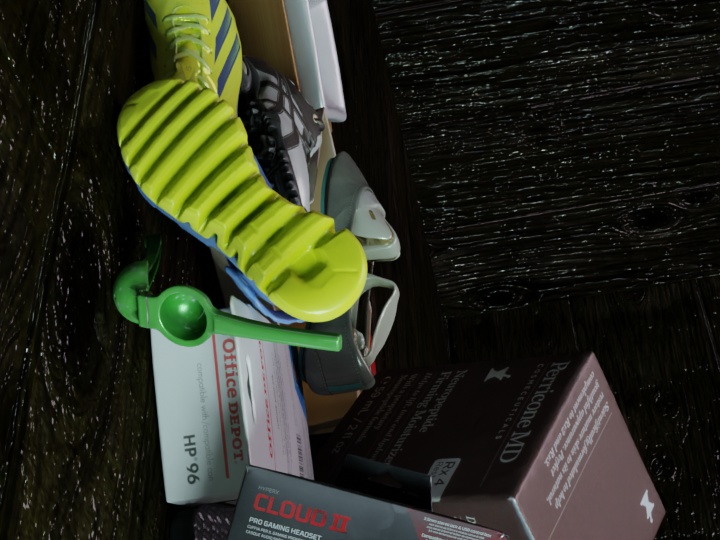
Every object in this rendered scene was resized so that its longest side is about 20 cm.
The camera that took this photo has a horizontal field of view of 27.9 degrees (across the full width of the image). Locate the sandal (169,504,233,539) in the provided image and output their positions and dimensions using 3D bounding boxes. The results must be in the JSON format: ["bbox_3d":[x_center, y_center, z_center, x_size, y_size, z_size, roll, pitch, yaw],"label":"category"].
[{"bbox_3d":[-0.074,0.201,0.949,0.200,0.048,0.075,43,32,-52],"label":"sandal"}]

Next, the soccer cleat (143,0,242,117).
[{"bbox_3d":[-0.116,-0.126,0.987,0.084,0.065,0.201,44,38,-76],"label":"soccer cleat"}]

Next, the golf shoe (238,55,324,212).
[{"bbox_3d":[-0.057,-0.093,1.061,0.078,0.094,0.200,-54,-138,33],"label":"golf shoe"}]

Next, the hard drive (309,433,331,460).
[{"bbox_3d":[0.024,0.162,1.244,0.042,0.200,0.135,-62,145,-54],"label":"hard drive"}]

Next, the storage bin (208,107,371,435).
[{"bbox_3d":[-0.057,0.002,1.185,0.199,0.093,0.200,-87,167,-62],"label":"storage bin"}]

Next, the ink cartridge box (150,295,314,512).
[{"bbox_3d":[-0.084,0.091,0.931,0.200,0.068,0.116,56,25,-75],"label":"ink cartridge box"}]

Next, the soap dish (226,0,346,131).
[{"bbox_3d":[-0.071,-0.211,1.419,0.200,0.081,0.158,-38,118,-82],"label":"soap dish"}]

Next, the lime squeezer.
[{"bbox_3d":[-0.096,0.020,0.823,0.200,0.071,0.038,25,-75,48],"label":"lime squeezer"}]

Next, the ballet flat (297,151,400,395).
[{"bbox_3d":[0.000,0.000,1.058,0.067,0.064,0.200,60,32,-54],"label":"ballet flat"}]

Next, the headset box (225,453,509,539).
[{"bbox_3d":[-0.008,0.205,0.796,0.077,0.148,0.200,57,48,-74],"label":"headset box"}]

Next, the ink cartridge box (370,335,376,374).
[{"bbox_3d":[-0.033,0.049,1.436,0.200,0.067,0.116,47,35,-78],"label":"ink cartridge box"}]

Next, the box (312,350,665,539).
[{"bbox_3d":[0.089,0.178,1.083,0.166,0.200,0.164,-52,124,-44],"label":"box"}]

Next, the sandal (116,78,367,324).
[{"bbox_3d":[-0.078,-0.034,0.894,0.200,0.079,0.087,49,-13,15],"label":"sandal"}]
